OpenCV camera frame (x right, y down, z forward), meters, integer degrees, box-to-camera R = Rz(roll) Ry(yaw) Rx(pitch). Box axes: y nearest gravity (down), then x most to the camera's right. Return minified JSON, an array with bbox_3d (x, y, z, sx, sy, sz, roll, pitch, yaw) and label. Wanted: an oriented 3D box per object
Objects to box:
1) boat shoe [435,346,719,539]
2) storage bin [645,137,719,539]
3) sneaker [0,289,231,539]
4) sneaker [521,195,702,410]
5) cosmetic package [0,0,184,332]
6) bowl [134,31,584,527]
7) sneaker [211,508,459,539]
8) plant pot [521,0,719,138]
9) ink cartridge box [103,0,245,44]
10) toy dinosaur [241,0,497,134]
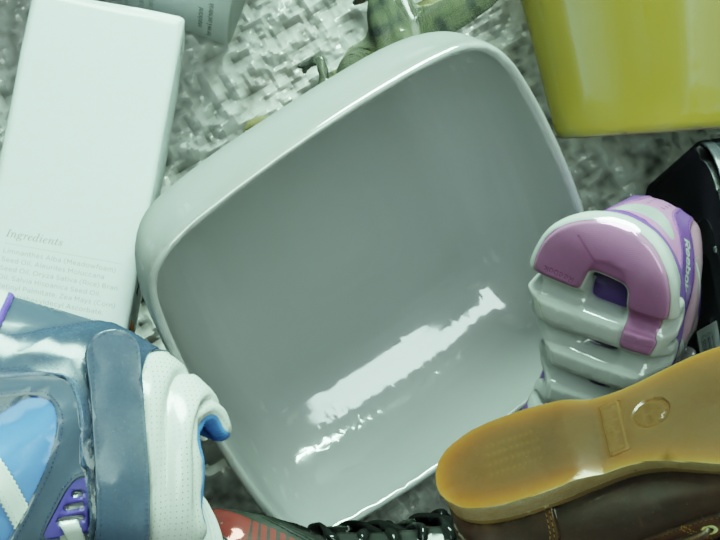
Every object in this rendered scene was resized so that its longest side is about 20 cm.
[{"bbox_3d":[0.134,0.082,0.905,0.199,0.070,0.071,-14,39,19],"label":"boat shoe"},{"bbox_3d":[0.204,0.041,0.994,0.093,0.135,0.201,-10,81,-8],"label":"storage bin"},{"bbox_3d":[-0.129,0.115,0.868,0.146,0.081,0.201,24,71,-8],"label":"sneaker"},{"bbox_3d":[0.115,0.050,0.985,0.080,0.201,0.088,21,33,18],"label":"sneaker"},{"bbox_3d":[-0.131,-0.013,0.986,0.071,0.101,0.201,10,80,-4],"label":"cosmetic package"},{"bbox_3d":[0.000,0.000,0.979,0.199,0.075,0.200,-34,127,-11],"label":"bowl"},{"bbox_3d":[0.013,0.139,0.971,0.200,0.071,0.098,26,83,-19],"label":"sneaker"},{"bbox_3d":[0.150,-0.159,1.002,0.200,0.201,0.190,-5,93,-7],"label":"plant pot"},{"bbox_3d":[-0.132,-0.214,1.029,0.199,0.084,0.147,20,78,-1],"label":"ink cartridge box"},{"bbox_3d":[0.018,-0.122,1.016,0.047,0.200,0.088,21,46,-35],"label":"toy dinosaur"}]
